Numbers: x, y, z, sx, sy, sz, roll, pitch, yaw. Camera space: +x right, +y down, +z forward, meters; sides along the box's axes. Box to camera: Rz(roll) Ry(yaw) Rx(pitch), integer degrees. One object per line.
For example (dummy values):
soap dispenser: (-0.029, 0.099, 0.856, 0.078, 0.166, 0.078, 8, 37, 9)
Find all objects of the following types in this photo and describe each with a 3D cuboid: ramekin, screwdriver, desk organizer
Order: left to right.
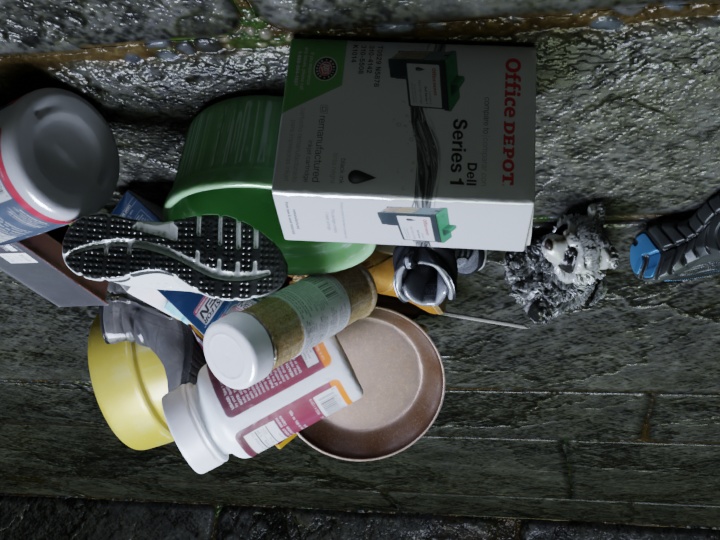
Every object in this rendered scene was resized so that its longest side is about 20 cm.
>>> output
desk organizer: (-0.363, -0.030, 1.128, 0.071, 0.078, 0.200, -2, 157, 17)
ramekin: (-0.080, -0.078, 0.924, 0.198, 0.099, 0.200, 5, 158, 2)
screwdriver: (0.107, 0.056, 1.176, 0.198, 0.028, 0.029, 14, 123, -12)

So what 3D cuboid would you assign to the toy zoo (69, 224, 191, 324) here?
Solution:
toy zoo: (-0.238, 0.005, 1.099, 0.200, 0.021, 0.131, 40, -176, 39)

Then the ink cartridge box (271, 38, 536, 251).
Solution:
ink cartridge box: (0.040, -0.100, 0.781, 0.198, 0.147, 0.084, 2, 156, 5)

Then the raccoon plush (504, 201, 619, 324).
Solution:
raccoon plush: (0.246, -0.018, 1.068, 0.134, 0.097, 0.199, -34, 167, 38)

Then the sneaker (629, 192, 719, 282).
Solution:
sneaker: (0.368, -0.036, 0.988, 0.081, 0.074, 0.199, 0, 170, -36)

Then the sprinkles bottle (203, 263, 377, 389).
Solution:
sprinkles bottle: (-0.064, 0.048, 0.973, 0.068, 0.069, 0.199, -15, -172, 40)

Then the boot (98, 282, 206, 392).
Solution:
boot: (-0.262, 0.088, 1.244, 0.130, 0.202, 0.070, -2, 165, 9)

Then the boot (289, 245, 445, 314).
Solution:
boot: (0.000, 0.000, 1.111, 0.143, 0.071, 0.201, -19, 138, 22)

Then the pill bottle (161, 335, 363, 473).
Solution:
pill bottle: (-0.107, 0.133, 1.079, 0.199, 0.115, 0.114, -27, 155, -2)

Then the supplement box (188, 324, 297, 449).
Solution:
supplement box: (-0.129, 0.107, 1.207, 0.110, 0.085, 0.201, 32, 153, 46)

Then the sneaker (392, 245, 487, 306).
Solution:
sneaker: (0.080, -0.010, 1.032, 0.075, 0.115, 0.200, -5, 156, 24)

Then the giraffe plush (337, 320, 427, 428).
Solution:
giraffe plush: (0.008, 0.109, 1.309, 0.161, 0.200, 0.173, -23, 136, -14)

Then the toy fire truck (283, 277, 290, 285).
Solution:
toy fire truck: (-0.017, 0.010, 1.189, 0.198, 0.049, 0.141, -2, 154, 12)

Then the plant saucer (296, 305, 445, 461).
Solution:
plant saucer: (0.001, 0.129, 1.173, 0.198, 0.202, 0.037, 6, -161, -3)

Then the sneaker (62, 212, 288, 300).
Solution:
sneaker: (-0.162, -0.015, 0.895, 0.198, 0.074, 0.080, 9, 175, 2)

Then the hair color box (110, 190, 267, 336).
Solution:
hair color box: (-0.177, 0.003, 1.037, 0.200, 0.061, 0.100, 38, -177, 32)

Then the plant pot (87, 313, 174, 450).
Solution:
plant pot: (-0.240, 0.124, 1.348, 0.187, 0.202, 0.201, -17, 153, 12)

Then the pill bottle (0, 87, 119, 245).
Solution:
pill bottle: (-0.332, -0.087, 0.928, 0.199, 0.121, 0.119, -12, 152, 37)
